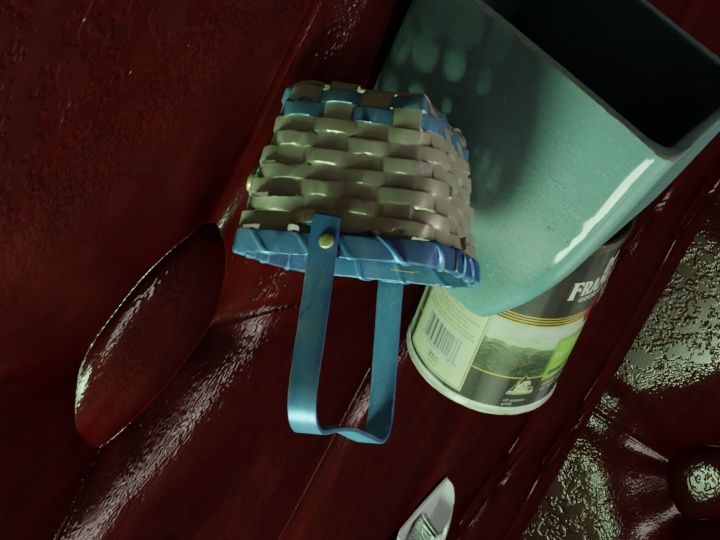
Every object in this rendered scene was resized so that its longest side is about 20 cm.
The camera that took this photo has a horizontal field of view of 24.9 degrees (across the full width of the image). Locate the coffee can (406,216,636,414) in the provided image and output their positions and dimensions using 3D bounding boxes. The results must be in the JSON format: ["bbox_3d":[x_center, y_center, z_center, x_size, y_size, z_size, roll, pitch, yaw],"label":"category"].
[{"bbox_3d":[0.136,0.004,1.414,0.146,0.146,0.201,-40,157,-47],"label":"coffee can"}]

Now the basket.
[{"bbox_3d":[0.000,0.000,0.965,0.176,0.138,0.202,35,57,-74],"label":"basket"}]

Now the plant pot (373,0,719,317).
[{"bbox_3d":[0.110,-0.088,1.107,0.201,0.196,0.196,-55,168,32],"label":"plant pot"}]

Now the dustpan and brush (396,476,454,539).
[{"bbox_3d":[0.074,0.380,2.095,0.139,0.057,0.201,-40,156,-49],"label":"dustpan and brush"}]
